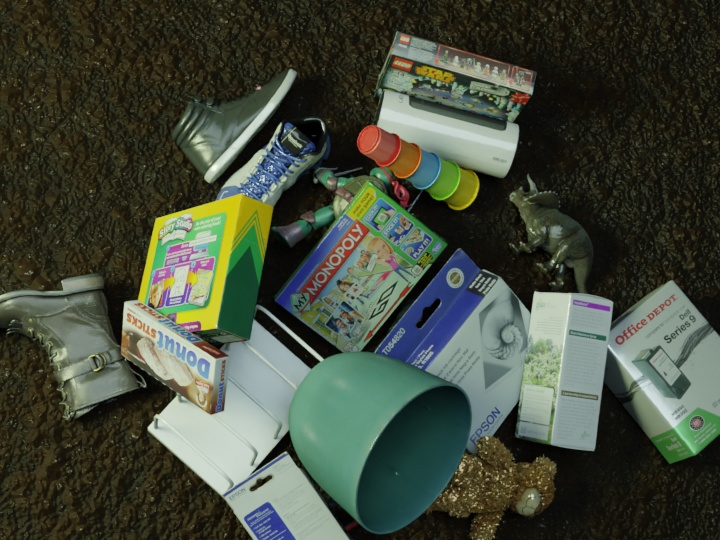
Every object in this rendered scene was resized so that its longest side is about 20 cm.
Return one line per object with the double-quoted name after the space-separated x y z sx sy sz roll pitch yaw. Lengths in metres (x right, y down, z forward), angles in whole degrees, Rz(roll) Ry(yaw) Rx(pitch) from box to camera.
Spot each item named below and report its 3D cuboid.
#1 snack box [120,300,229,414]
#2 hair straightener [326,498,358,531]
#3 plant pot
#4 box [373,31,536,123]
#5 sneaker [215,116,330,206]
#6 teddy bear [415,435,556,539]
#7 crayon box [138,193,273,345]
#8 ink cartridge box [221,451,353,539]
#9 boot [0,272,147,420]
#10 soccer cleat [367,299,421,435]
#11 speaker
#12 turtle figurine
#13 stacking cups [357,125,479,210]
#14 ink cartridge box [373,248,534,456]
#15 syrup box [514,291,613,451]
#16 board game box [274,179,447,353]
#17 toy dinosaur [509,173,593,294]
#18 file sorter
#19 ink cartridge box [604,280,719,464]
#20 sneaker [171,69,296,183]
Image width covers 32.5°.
-0.226 0.102 1.490 0.024 0.200 0.072 -8 113 -42 "snack box"
0.033 0.265 1.598 0.200 0.041 0.077 -26 90 -15 "hair straightener"
0.009 0.190 1.496 0.161 0.201 0.201 29 68 35 "plant pot"
0.129 -0.257 1.714 0.200 0.137 0.040 15 70 -4 "box"
-0.114 -0.144 1.654 0.081 0.115 0.199 43 73 5 "sneaker"
0.158 0.280 1.588 0.200 0.067 0.145 27 91 -14 "teddy bear"
-0.201 0.006 1.556 0.058 0.200 0.173 23 69 -37 "crayon box"
-0.078 0.322 1.527 0.099 0.039 0.200 -32 104 -1 "ink cartridge box"
-0.387 0.106 1.567 0.200 0.069 0.174 -15 86 -6 "boot"
0.026 0.127 1.629 0.081 0.068 0.200 17 75 -3 "soccer cleat"
0.115 -0.190 1.724 0.200 0.081 0.081 14 73 -5 "speaker"
-0.014 -0.084 1.667 0.200 0.101 0.150 -42 85 -12 "turtle figurine"
0.079 -0.140 1.654 0.200 0.060 0.061 24 66 -45 "stacking cups"
0.143 0.107 1.625 0.200 0.041 0.200 47 71 -22 "ink cartridge box"
0.269 0.131 1.629 0.081 0.079 0.200 12 84 -30 "syrup box"
0.000 0.000 1.622 0.135 0.029 0.200 37 97 -12 "board game box"
0.276 -0.039 1.711 0.200 0.077 0.102 44 79 7 "toy dinosaur"
-0.151 0.164 1.558 0.139 0.125 0.200 41 73 4 "file sorter"
0.423 0.137 1.681 0.146 0.084 0.200 -37 83 -17 "ink cartridge box"
-0.176 -0.223 1.687 0.099 0.071 0.200 41 76 -2 "sneaker"
